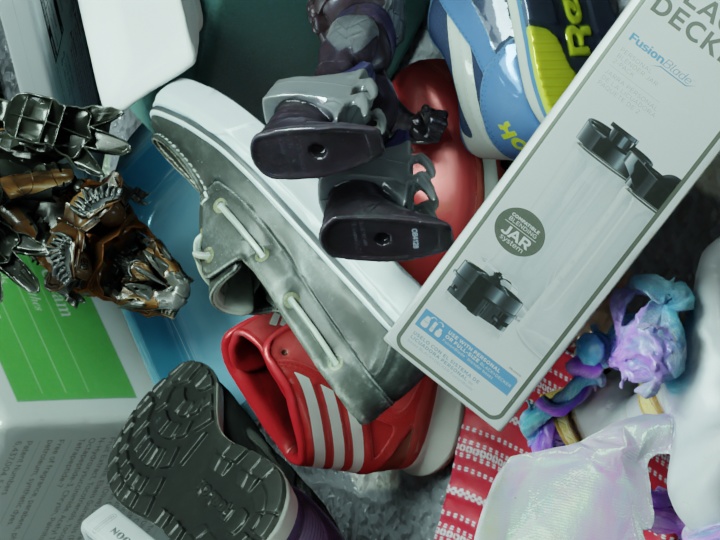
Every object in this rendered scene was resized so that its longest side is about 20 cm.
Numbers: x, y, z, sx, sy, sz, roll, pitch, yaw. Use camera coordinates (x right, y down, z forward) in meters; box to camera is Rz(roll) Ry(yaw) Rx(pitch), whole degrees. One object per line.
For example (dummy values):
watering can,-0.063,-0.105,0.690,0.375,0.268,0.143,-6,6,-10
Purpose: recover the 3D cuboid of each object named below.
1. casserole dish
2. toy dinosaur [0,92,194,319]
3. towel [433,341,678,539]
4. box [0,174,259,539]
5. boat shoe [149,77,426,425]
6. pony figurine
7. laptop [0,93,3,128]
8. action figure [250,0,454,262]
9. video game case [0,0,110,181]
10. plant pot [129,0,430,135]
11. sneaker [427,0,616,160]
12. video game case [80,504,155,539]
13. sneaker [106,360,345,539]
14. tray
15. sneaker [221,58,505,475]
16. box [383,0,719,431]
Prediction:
casserole dish,-0.072,-0.002,1.114,0.121,0.039,0.201,-42,54,20
toy dinosaur,-0.175,-0.034,1.052,0.136,0.198,0.103,170,111,-78
towel,0.080,0.134,0.946,0.144,0.022,0.202,30,113,48
box,-0.196,0.078,1.188,0.201,0.170,0.200,-57,48,33
boat shoe,-0.042,-0.012,0.924,0.071,0.072,0.200,-44,56,-5
pony figurine,0.135,0.077,0.790,0.200,0.166,0.194,-36,39,42
laptop,-0.287,-0.095,1.369,0.200,0.103,0.179,-40,58,45
action figure,0.003,-0.090,0.901,0.201,0.069,0.131,-85,-21,-50
video game case,-0.156,-0.150,1.125,0.201,0.022,0.184,86,-172,-55
plant pot,-0.050,-0.159,1.033,0.141,0.140,0.201,46,130,43
sneaker,0.060,-0.142,0.938,0.082,0.073,0.202,-26,68,52
video game case,-0.050,0.224,0.985,0.181,0.023,0.201,30,145,42
sneaker,-0.058,0.116,1.000,0.076,0.088,0.200,-46,28,1
tray,-0.115,-0.182,0.987,0.107,0.022,0.202,-20,82,58
sneaker,0.000,0.000,0.976,0.078,0.115,0.202,7,96,52
box,0.100,-0.044,0.818,0.060,0.117,0.201,37,116,5
